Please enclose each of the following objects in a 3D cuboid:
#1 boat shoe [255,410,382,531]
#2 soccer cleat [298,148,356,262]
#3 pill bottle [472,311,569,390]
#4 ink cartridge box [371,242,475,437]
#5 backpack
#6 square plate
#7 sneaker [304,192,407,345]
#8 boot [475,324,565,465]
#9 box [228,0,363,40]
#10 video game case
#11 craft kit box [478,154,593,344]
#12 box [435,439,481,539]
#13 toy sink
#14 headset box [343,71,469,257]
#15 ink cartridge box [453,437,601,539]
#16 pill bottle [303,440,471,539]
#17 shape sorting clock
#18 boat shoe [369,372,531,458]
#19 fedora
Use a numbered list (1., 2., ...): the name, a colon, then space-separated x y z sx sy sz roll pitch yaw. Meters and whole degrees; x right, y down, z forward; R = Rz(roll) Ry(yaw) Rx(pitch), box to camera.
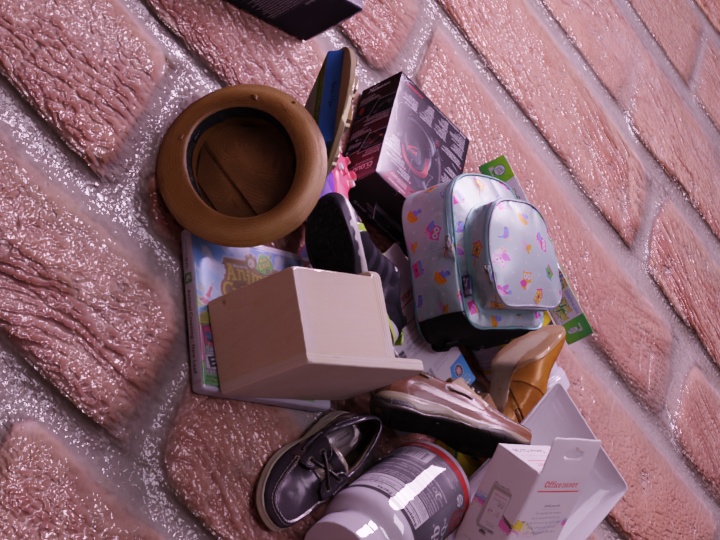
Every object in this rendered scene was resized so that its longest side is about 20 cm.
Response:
1. boat shoe: -0.042 0.211 1.616 0.200 0.065 0.072 -39 105 -51
2. soccer cleat: -0.045 -0.089 1.760 0.201 0.076 0.067 -99 164 -47
3. pill bottle: 0.195 0.078 1.933 0.112 0.112 0.201 -38 102 -52
4. ink cartridge box: 0.045 0.083 1.783 0.201 0.068 0.116 61 38 -11
5. backpack: 0.141 -0.019 1.777 0.175 0.153 0.201 2 67 -49
6. square plate: 0.218 0.269 1.804 0.200 0.028 0.199 -45 118 -18
7. sneaker: 0.000 0.000 1.674 0.083 0.071 0.201 -37 115 -48
8. boot: 0.208 0.176 1.847 0.201 0.071 0.145 -41 117 -31
9. box: -0.099 -0.394 1.805 0.199 0.104 0.149 22 56 -44
10. video game case: -0.114 0.057 1.639 0.199 0.022 0.183 15 62 -47
11. craft kit box: 0.236 -0.026 1.985 0.200 0.048 0.198 52 17 -56
12. box: 0.129 0.291 1.804 0.117 0.048 0.201 44 42 -30
13. toy sink: -0.045 0.068 1.595 0.199 0.130 0.113 8 66 -49
14. headset box: 0.054 -0.128 1.890 0.149 0.075 0.201 41 45 -31
15. ink cartridge box: 0.185 0.265 1.685 0.116 0.067 0.201 11 107 -53
16. pill bottle: 0.029 0.277 1.631 0.200 0.115 0.116 -30 96 -52
17. shape sorting clock: -0.042 -0.158 1.697 0.039 0.200 0.201 14 57 -11
18. boat shoe: 0.108 0.157 1.705 0.199 0.076 0.074 21 57 -18
19. fedora: -0.125 -0.104 1.620 0.082 0.199 0.202 71 16 -65
